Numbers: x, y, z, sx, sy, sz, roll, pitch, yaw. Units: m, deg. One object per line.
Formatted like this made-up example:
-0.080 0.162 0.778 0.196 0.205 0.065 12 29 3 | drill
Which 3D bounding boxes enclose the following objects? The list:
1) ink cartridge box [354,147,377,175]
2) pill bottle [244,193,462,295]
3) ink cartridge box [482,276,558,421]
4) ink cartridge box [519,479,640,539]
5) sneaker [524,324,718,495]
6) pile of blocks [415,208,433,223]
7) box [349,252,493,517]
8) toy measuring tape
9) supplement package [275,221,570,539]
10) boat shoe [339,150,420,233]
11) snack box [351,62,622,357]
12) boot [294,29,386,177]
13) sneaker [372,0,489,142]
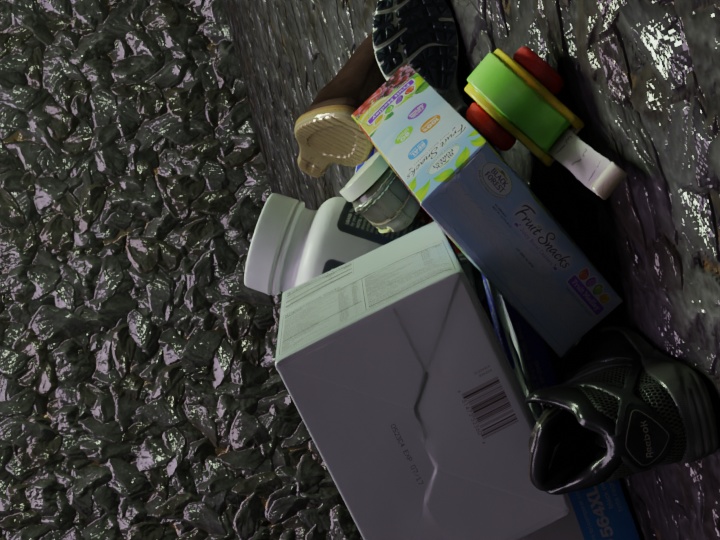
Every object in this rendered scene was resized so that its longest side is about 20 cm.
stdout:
0.029 -0.127 1.327 0.094 0.037 0.203 154 127 -63 | ink cartridge box
0.000 0.000 1.219 0.120 0.197 0.121 17 -90 -87 | pill bottle
0.143 0.096 1.168 0.200 0.043 0.201 95 159 -71 | ink cartridge box
0.114 0.237 1.078 0.146 0.197 0.085 105 148 -73 | ink cartridge box
0.150 0.091 0.894 0.199 0.112 0.077 -135 32 -77 | sneaker
0.063 -0.038 1.340 0.062 0.081 0.203 133 121 -68 | pile of blocks
0.045 0.099 1.139 0.049 0.159 0.203 -35 -68 -75 | box
0.115 -0.106 0.894 0.200 0.072 0.075 -118 15 -63 | toy measuring tape
0.041 0.092 0.989 0.200 0.145 0.193 -98 -17 -77 | supplement package
0.025 -0.072 1.160 0.060 0.072 0.202 44 -171 -3 | boat shoe
0.088 -0.049 0.978 0.169 0.068 0.200 45 -173 -28 | snack box
0.000 -0.180 1.246 0.168 0.072 0.200 -62 9 -12 | boot
0.057 -0.160 1.195 0.086 0.076 0.203 126 129 -83 | sneaker
